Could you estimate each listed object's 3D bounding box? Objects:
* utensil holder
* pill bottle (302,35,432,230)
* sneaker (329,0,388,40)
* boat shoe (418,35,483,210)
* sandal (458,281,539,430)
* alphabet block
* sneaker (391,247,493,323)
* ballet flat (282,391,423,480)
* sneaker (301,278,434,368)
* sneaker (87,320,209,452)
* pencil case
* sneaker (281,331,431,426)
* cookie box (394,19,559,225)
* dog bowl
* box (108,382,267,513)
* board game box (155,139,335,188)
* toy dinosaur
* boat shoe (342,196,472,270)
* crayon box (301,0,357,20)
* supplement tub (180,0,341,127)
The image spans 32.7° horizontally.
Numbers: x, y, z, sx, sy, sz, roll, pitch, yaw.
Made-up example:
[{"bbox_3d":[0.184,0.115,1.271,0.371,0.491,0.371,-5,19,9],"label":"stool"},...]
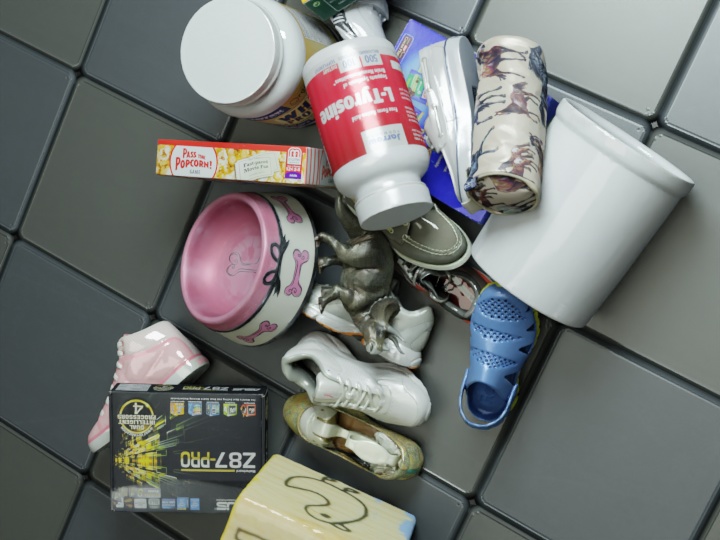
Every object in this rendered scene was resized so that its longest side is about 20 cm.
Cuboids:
[{"bbox_3d":[0.240,-0.062,1.359,0.170,0.170,0.200,38,107,17],"label":"utensil holder"},{"bbox_3d":[0.012,-0.152,1.386,0.112,0.112,0.200,-22,76,21],"label":"pill bottle"},{"bbox_3d":[0.012,-0.347,1.478,0.115,0.075,0.200,-34,64,19],"label":"sneaker"},{"bbox_3d":[0.105,-0.161,1.385,0.065,0.074,0.200,-10,78,27],"label":"boat shoe"},{"bbox_3d":[0.154,0.106,1.400,0.079,0.087,0.200,13,123,17],"label":"sandal"},{"bbox_3d":[-0.067,0.363,1.456,0.200,0.195,0.196,23,98,5],"label":"alphabet block"},{"bbox_3d":[0.081,-0.010,1.466,0.200,0.082,0.077,36,104,17],"label":"sneaker"},{"bbox_3d":[-0.017,0.204,1.520,0.200,0.071,0.071,23,100,20],"label":"ballet flat"},{"bbox_3d":[0.002,0.040,1.512,0.200,0.076,0.092,27,94,12],"label":"sneaker"},{"bbox_3d":[-0.302,0.147,1.628,0.200,0.075,0.105,-41,81,10],"label":"sneaker"},{"bbox_3d":[0.154,-0.157,1.317,0.089,0.078,0.200,-9,58,28],"label":"pencil case"},{"bbox_3d":[-0.012,0.147,1.495,0.200,0.099,0.078,20,113,23],"label":"sneaker"},{"bbox_3d":[0.110,-0.173,1.454,0.200,0.075,0.171,33,103,18],"label":"cookie box"},{"bbox_3d":[-0.146,-0.009,1.519,0.200,0.074,0.200,-16,68,43],"label":"dog bowl"},{"bbox_3d":[-0.219,0.227,1.569,0.200,0.049,0.161,2,101,1],"label":"box"},{"bbox_3d":[-0.126,-0.129,1.511,0.200,0.151,0.046,5,93,21],"label":"board game box"},{"bbox_3d":[0.000,0.000,1.446,0.102,0.077,0.200,-2,89,3],"label":"toy dinosaur"},{"bbox_3d":[0.048,-0.068,1.446,0.072,0.060,0.202,-44,53,-13],"label":"boat shoe"},{"bbox_3d":[-0.026,-0.412,1.449,0.126,0.052,0.200,-26,63,23],"label":"crayon box"},{"bbox_3d":[-0.114,-0.251,1.476,0.144,0.200,0.144,1,92,22],"label":"supplement tub"}]
